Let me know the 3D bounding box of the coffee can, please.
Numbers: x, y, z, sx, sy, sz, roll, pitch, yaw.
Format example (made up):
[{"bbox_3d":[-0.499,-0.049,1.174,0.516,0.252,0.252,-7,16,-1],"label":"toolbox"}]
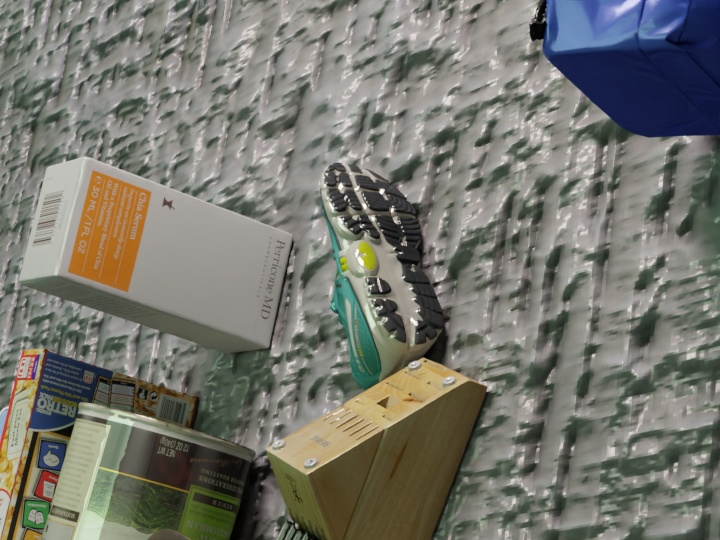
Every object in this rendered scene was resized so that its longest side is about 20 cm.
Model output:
[{"bbox_3d":[-0.177,0.218,1.655,0.146,0.146,0.201,2,75,58],"label":"coffee can"}]

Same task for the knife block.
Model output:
[{"bbox_3d":[0.013,0.181,1.479,0.200,0.176,0.064,-29,25,-21],"label":"knife block"}]

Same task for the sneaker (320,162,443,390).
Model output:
[{"bbox_3d":[0.000,0.000,1.577,0.080,0.077,0.200,-55,33,39],"label":"sneaker"}]

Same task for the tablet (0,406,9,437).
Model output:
[{"bbox_3d":[-0.286,0.214,1.871,0.130,0.014,0.201,2,62,21],"label":"tablet"}]

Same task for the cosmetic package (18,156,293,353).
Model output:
[{"bbox_3d":[-0.162,-0.010,1.707,0.071,0.200,0.102,-8,67,55],"label":"cosmetic package"}]

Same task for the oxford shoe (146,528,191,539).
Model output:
[{"bbox_3d":[-0.094,0.264,1.535,0.071,0.071,0.200,-51,55,9],"label":"oxford shoe"}]

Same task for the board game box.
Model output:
[{"bbox_3d":[-0.226,0.181,1.749,0.046,0.151,0.201,-7,67,55],"label":"board game box"}]

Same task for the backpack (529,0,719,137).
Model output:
[{"bbox_3d":[0.213,-0.196,1.278,0.167,0.162,0.201,2,72,27],"label":"backpack"}]
